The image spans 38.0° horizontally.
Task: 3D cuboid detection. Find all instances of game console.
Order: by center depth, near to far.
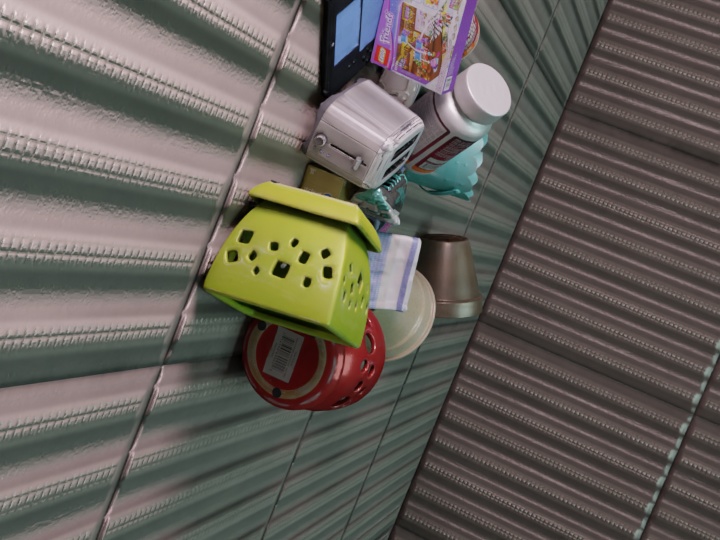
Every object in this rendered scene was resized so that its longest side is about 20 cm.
[{"bbox_3d":[-0.004,-0.374,1.537,0.177,0.031,0.200,-55,159,-38],"label":"game console"}]

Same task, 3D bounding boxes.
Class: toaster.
[{"bbox_3d":[0.010,-0.210,1.602,0.200,0.129,0.114,-44,166,-55],"label":"toaster"}]

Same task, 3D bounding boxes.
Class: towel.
[{"bbox_3d":[0.000,0.000,1.802,0.024,0.199,0.148,-114,-146,-62],"label":"towel"}]

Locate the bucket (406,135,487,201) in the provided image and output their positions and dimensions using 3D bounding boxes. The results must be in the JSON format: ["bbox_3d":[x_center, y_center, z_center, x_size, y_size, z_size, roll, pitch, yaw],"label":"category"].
[{"bbox_3d":[0.175,-0.244,2.046,0.207,0.134,0.208,15,90,-83],"label":"bucket"}]

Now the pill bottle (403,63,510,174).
[{"bbox_3d":[0.142,-0.243,1.680,0.200,0.110,0.110,-32,-164,48],"label":"pill bottle"}]

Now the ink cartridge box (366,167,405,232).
[{"bbox_3d":[0.045,-0.151,1.993,0.119,0.042,0.201,-53,158,-40],"label":"ink cartridge box"}]

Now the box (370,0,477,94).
[{"bbox_3d":[0.098,-0.381,1.553,0.039,0.137,0.201,-29,142,-49],"label":"box"}]

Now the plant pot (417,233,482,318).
[{"bbox_3d":[0.196,0.007,2.470,0.200,0.199,0.174,-25,120,-67],"label":"plant pot"}]

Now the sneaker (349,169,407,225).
[{"bbox_3d":[0.036,-0.131,1.692,0.200,0.077,0.092,20,90,-84],"label":"sneaker"}]

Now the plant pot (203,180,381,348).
[{"bbox_3d":[-0.083,-0.012,1.502,0.200,0.198,0.182,44,63,-73],"label":"plant pot"}]

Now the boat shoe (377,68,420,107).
[{"bbox_3d":[0.049,-0.288,1.768,0.070,0.071,0.201,-45,160,-58],"label":"boat shoe"}]

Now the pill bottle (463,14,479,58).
[{"bbox_3d":[0.134,-0.428,1.765,0.110,0.109,0.200,-67,164,2],"label":"pill bottle"}]

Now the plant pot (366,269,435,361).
[{"bbox_3d":[0.020,0.052,1.961,0.201,0.200,0.183,-64,153,-8],"label":"plant pot"}]

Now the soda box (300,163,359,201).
[{"bbox_3d":[-0.027,-0.142,1.714,0.200,0.068,0.064,-24,135,-67],"label":"soda box"}]

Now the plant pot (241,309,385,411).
[{"bbox_3d":[-0.078,0.133,1.694,0.201,0.200,0.182,-69,162,7],"label":"plant pot"}]
